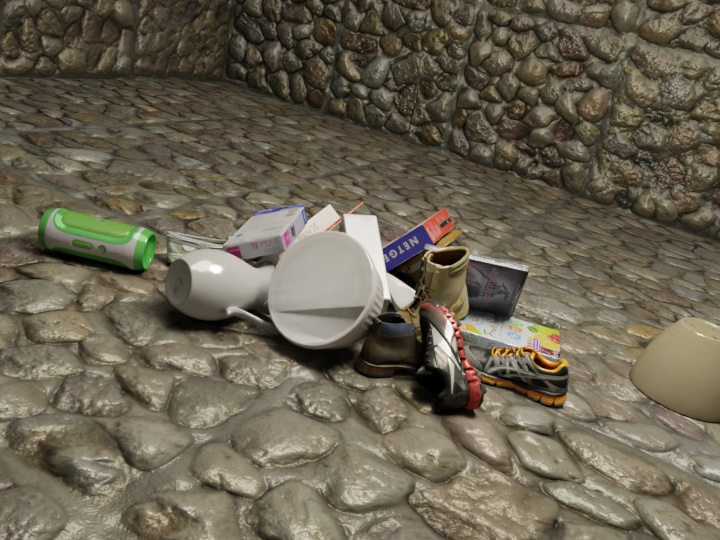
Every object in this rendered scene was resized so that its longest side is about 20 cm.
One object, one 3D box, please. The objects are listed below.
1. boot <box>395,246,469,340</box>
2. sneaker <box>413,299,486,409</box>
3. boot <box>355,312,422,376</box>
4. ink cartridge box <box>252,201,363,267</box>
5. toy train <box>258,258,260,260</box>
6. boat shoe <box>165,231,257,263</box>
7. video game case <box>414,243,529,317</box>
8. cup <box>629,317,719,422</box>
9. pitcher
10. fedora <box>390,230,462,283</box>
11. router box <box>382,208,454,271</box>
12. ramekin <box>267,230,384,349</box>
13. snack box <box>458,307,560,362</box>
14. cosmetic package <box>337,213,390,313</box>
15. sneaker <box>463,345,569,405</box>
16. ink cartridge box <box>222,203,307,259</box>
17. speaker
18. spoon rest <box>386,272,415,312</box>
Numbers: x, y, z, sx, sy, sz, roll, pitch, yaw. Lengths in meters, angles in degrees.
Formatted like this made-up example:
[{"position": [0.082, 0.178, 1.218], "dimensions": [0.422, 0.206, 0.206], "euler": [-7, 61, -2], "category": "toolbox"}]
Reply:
[{"position": [0.115, 0.046, 1.259], "dimensions": [0.199, 0.156, 0.073], "euler": [-20, 43, -18], "category": "boot"}, {"position": [0.127, 0.138, 1.125], "dimensions": [0.097, 0.071, 0.201], "euler": [-7, 60, -21], "category": "sneaker"}, {"position": [0.087, 0.121, 1.184], "dimensions": [0.199, 0.097, 0.075], "euler": [-5, 28, -40], "category": "boot"}, {"position": [-0.107, -0.074, 1.398], "dimensions": [0.045, 0.176, 0.200], "euler": [51, 48, -5], "category": "ink cartridge box"}, {"position": [-0.219, -0.043, 1.504], "dimensions": [0.046, 0.034, 0.199], "euler": [26, 24, 39], "category": "toy train"}, {"position": [-0.289, -0.049, 1.384], "dimensions": [0.201, 0.065, 0.074], "euler": [-1, 12, -7], "category": "boat shoe"}, {"position": [0.211, 0.021, 1.332], "dimensions": [0.199, 0.143, 0.019], "euler": [13, 50, 7], "category": "video game case"}, {"position": [0.647, 0.177, 1.330], "dimensions": [0.199, 0.144, 0.200], "euler": [12, 21, -5], "category": "cup"}, {"position": [-0.221, 0.044, 1.189], "dimensions": [0.200, 0.121, 0.172], "euler": [8, 34, -47], "category": "pitcher"}, {"position": [0.161, -0.015, 1.539], "dimensions": [0.082, 0.200, 0.201], "euler": [57, 27, -1], "category": "fedora"}, {"position": [0.097, -0.053, 1.523], "dimensions": [0.049, 0.200, 0.179], "euler": [58, 26, -2], "category": "router box"}, {"position": [-0.051, 0.043, 1.175], "dimensions": [0.202, 0.203, 0.094], "euler": [26, -7, 29], "category": "ramekin"}, {"position": [0.282, 0.135, 1.332], "dimensions": [0.199, 0.053, 0.142], "euler": [16, 19, 11], "category": "snack box"}, {"position": [0.000, 0.000, 1.311], "dimensions": [0.071, 0.102, 0.201], "euler": [3, 53, -14], "category": "cosmetic package"}, {"position": [0.275, 0.167, 1.216], "dimensions": [0.199, 0.078, 0.078], "euler": [18, 23, 14], "category": "sneaker"}, {"position": [-0.177, -0.078, 1.344], "dimensions": [0.119, 0.042, 0.200], "euler": [-9, 23, 15], "category": "ink cartridge box"}, {"position": [-0.496, -0.059, 1.300], "dimensions": [0.199, 0.089, 0.089], "euler": [13, 21, -1], "category": "speaker"}, {"position": [0.076, 0.053, 1.406], "dimensions": [0.200, 0.061, 0.099], "euler": [26, 24, 32], "category": "spoon rest"}]
